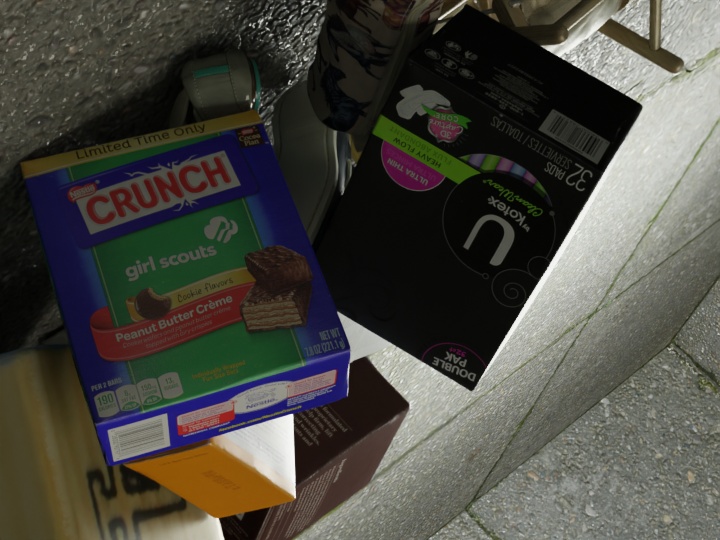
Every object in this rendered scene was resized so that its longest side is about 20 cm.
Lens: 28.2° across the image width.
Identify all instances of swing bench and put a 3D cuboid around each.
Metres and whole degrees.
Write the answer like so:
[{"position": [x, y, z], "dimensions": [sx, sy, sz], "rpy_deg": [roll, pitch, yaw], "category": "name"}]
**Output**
[{"position": [0.121, -0.192, 1.116], "dimensions": [0.199, 0.200, 0.130], "rpy_deg": [-41, 138, -38], "category": "swing bench"}]

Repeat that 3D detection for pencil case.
[{"position": [0.016, -0.169, 0.982], "dimensions": [0.078, 0.090, 0.200], "rpy_deg": [-21, 160, -21], "category": "pencil case"}]

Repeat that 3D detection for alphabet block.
[{"position": [-0.232, 0.169, 1.022], "dimensions": [0.195, 0.200, 0.196], "rpy_deg": [-17, 173, 25], "category": "alphabet block"}]

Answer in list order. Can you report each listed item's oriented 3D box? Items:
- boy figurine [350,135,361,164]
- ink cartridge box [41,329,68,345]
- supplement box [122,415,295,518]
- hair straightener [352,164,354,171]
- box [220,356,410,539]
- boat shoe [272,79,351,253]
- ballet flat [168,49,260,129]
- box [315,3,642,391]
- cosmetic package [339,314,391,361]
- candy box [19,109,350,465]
[{"position": [0.065, -0.129, 1.339], "dimensions": [0.200, 0.064, 0.124], "rpy_deg": [-31, 158, -34], "category": "boy figurine"}, {"position": [-0.173, 0.077, 1.241], "dimensions": [0.200, 0.083, 0.147], "rpy_deg": [-33, 158, -32], "category": "ink cartridge box"}, {"position": [-0.109, 0.062, 1.040], "dimensions": [0.073, 0.200, 0.126], "rpy_deg": [-16, 147, 21], "category": "supplement box"}, {"position": [0.024, -0.045, 1.292], "dimensions": [0.077, 0.041, 0.200], "rpy_deg": [-21, 151, 13], "category": "hair straightener"}, {"position": [-0.088, 0.175, 1.507], "dimensions": [0.200, 0.166, 0.164], "rpy_deg": [-30, 156, -36], "category": "box"}, {"position": [-0.040, -0.063, 1.087], "dimensions": [0.075, 0.200, 0.062], "rpy_deg": [-18, 131, 16], "category": "boat shoe"}, {"position": [-0.112, -0.092, 1.065], "dimensions": [0.064, 0.067, 0.200], "rpy_deg": [-10, 151, -13], "category": "ballet flat"}, {"position": [0.075, -0.049, 0.987], "dimensions": [0.124, 0.148, 0.200], "rpy_deg": [-50, 169, -54], "category": "box"}, {"position": [0.000, 0.000, 1.234], "dimensions": [0.151, 0.052, 0.200], "rpy_deg": [-21, 146, -47], "category": "cosmetic package"}, {"position": [-0.116, 0.006, 0.946], "dimensions": [0.169, 0.200, 0.077], "rpy_deg": [-16, 152, -14], "category": "candy box"}]
